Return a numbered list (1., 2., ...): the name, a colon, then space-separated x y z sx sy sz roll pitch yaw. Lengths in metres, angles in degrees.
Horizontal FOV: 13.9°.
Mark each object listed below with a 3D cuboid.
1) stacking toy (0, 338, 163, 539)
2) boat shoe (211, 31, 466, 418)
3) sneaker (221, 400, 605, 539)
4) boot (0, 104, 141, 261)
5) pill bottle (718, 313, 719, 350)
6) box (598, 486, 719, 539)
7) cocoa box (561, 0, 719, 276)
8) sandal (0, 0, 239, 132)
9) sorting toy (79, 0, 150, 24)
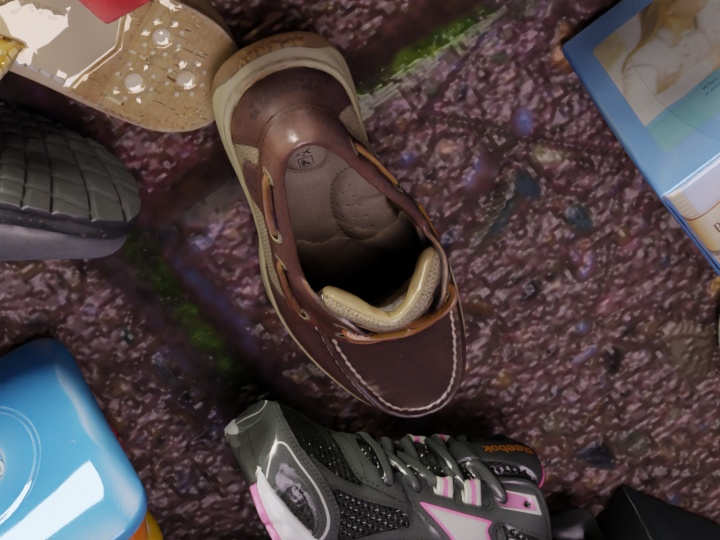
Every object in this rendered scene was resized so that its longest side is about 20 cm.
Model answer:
1. stacking toy: -0.111 0.133 1.184 0.110 0.116 0.200 -34 137 0
2. boat shoe: 0.000 0.000 1.128 0.072 0.072 0.200 -23 135 -2
3. sneaker: 0.029 0.094 1.206 0.086 0.080 0.200 -45 134 12
4. boot: -0.186 0.005 1.100 0.200 0.070 0.132 6 122 -7
5. pill bottle: 0.225 0.063 1.164 0.114 0.200 0.115 -7 121 -12
6. box: 0.167 0.199 1.306 0.200 0.079 0.141 23 109 -27
7. cocoa box: 0.203 -0.075 1.114 0.200 0.133 0.131 -37 122 7
8. sandal: -0.134 -0.089 1.047 0.211 0.070 0.078 17 114 -24
9. sorting toy: -0.063 -0.174 0.959 0.199 0.070 0.200 -24 127 36
